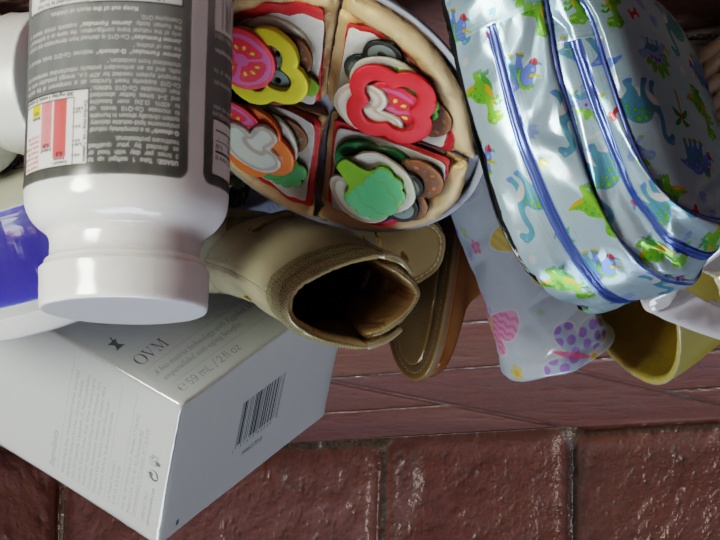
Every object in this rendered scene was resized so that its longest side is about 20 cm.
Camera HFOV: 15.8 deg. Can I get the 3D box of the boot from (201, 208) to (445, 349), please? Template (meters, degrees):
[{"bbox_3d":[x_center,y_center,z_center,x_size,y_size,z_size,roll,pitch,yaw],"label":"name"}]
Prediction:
[{"bbox_3d":[0.000,0.000,1.642,0.199,0.073,0.155,0,-167,-34],"label":"boot"}]

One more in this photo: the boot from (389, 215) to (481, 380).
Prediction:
[{"bbox_3d":[0.101,-0.008,1.828,0.154,0.201,0.073,18,167,-36],"label":"boot"}]

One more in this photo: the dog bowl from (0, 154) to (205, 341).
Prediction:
[{"bbox_3d":[-0.198,-0.032,1.591,0.199,0.079,0.200,-15,-160,6],"label":"dog bowl"}]

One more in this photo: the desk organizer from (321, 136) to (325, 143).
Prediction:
[{"bbox_3d":[-0.030,-0.100,1.670,0.071,0.078,0.200,-2,170,14],"label":"desk organizer"}]

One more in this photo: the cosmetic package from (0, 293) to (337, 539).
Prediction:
[{"bbox_3d":[-0.147,0.047,1.744,0.199,0.124,0.199,27,-144,22],"label":"cosmetic package"}]

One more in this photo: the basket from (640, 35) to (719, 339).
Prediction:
[{"bbox_3d":[0.249,-0.065,1.495,0.200,0.124,0.135,-39,144,28],"label":"basket"}]

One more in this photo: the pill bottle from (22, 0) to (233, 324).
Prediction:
[{"bbox_3d":[-0.129,-0.077,1.441,0.115,0.202,0.116,1,170,0],"label":"pill bottle"}]

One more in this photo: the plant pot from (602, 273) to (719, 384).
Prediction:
[{"bbox_3d":[0.218,-0.043,1.737,0.141,0.201,0.200,-24,177,-15],"label":"plant pot"}]

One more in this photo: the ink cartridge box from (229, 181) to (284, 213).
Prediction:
[{"bbox_3d":[-0.030,-0.024,1.869,0.199,0.042,0.120,-23,126,19],"label":"ink cartridge box"}]

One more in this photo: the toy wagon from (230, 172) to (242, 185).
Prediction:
[{"bbox_3d":[-0.131,-0.084,1.895,0.199,0.040,0.155,8,168,-42],"label":"toy wagon"}]

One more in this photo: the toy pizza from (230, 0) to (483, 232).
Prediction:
[{"bbox_3d":[-0.021,-0.091,1.523,0.199,0.032,0.201,15,139,14],"label":"toy pizza"}]

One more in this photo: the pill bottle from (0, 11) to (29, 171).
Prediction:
[{"bbox_3d":[-0.267,-0.105,1.558,0.199,0.112,0.111,-4,169,27],"label":"pill bottle"}]

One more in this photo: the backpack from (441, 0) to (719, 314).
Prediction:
[{"bbox_3d":[0.127,-0.078,1.420,0.153,0.202,0.163,-6,168,29],"label":"backpack"}]

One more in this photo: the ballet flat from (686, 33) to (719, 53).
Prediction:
[{"bbox_3d":[0.226,-0.117,1.589,0.199,0.073,0.072,-3,170,11],"label":"ballet flat"}]

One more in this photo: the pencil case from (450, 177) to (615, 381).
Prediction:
[{"bbox_3d":[0.103,-0.027,1.726,0.083,0.201,0.091,-23,-166,-8],"label":"pencil case"}]
